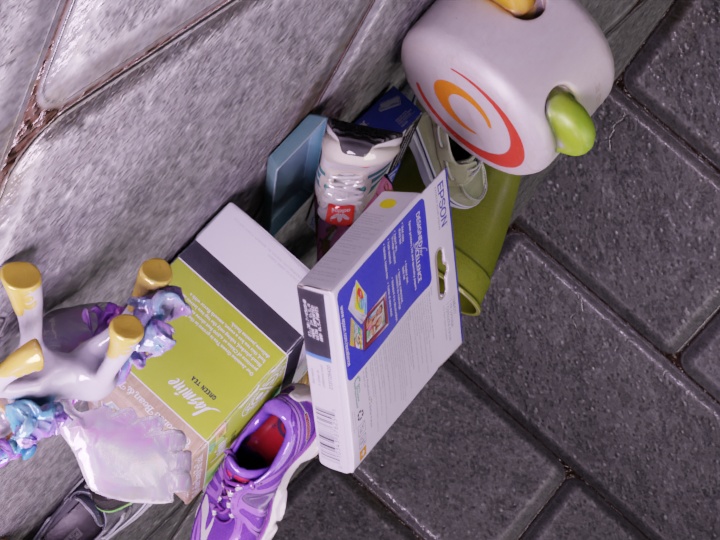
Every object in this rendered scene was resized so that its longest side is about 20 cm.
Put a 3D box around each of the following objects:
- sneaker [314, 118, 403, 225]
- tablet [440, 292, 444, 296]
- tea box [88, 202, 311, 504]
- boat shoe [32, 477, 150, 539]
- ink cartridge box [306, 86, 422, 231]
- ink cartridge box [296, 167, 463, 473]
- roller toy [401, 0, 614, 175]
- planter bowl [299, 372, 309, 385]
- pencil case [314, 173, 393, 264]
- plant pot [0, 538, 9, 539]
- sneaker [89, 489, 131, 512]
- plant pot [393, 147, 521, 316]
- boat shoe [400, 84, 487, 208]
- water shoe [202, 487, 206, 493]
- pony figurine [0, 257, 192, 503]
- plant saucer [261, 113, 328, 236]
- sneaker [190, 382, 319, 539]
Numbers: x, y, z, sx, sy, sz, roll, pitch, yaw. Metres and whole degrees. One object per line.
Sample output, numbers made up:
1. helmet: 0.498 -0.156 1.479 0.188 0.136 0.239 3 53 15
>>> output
1. sneaker: -0.006 -0.084 1.548 0.200 0.069 0.095 -108 -151 -85
2. tablet: -0.002 0.031 1.943 0.198 0.014 0.129 10 163 -40
3. tea box: -0.137 0.079 1.538 0.197 0.133 0.200 -47 172 -17
4. boat shoe: -0.279 0.248 1.825 0.200 0.072 0.068 -44 170 -8
5. ink cartridge box: 0.002 -0.105 1.793 0.094 0.044 0.200 -45 172 -23
6. ink cartridge box: 0.020 0.039 1.506 0.200 0.047 0.199 -49 142 -43
7. roller toy: 0.141 -0.199 1.623 0.140 0.200 0.182 -48 -166 -15
8. planter bowl: -0.108 0.101 1.836 0.083 0.201 0.201 8 131 -40
9. pencil case: 0.000 0.000 1.651 0.083 0.085 0.202 101 -12 -55
10. plant pot: -0.346 0.361 1.687 0.200 0.140 0.200 -48 172 -9
11. sneaker: -0.220 0.157 1.749 0.201 0.077 0.084 -54 155 9
12. plant pot: 0.099 -0.081 2.016 0.194 0.199 0.200 -60 174 -9
13. boat shoe: 0.098 -0.125 1.844 0.073 0.062 0.200 -61 144 -16
14. water shoe: -0.152 0.189 1.860 0.201 0.078 0.072 59 44 -43
15. pony figurine: -0.196 0.071 1.202 0.191 0.168 0.200 -3 147 -34
16. plant saucer: -0.065 -0.086 1.595 0.070 0.019 0.200 -48 171 -17
17. sneaker: -0.105 0.183 1.524 0.083 0.080 0.201 -8 131 -60
